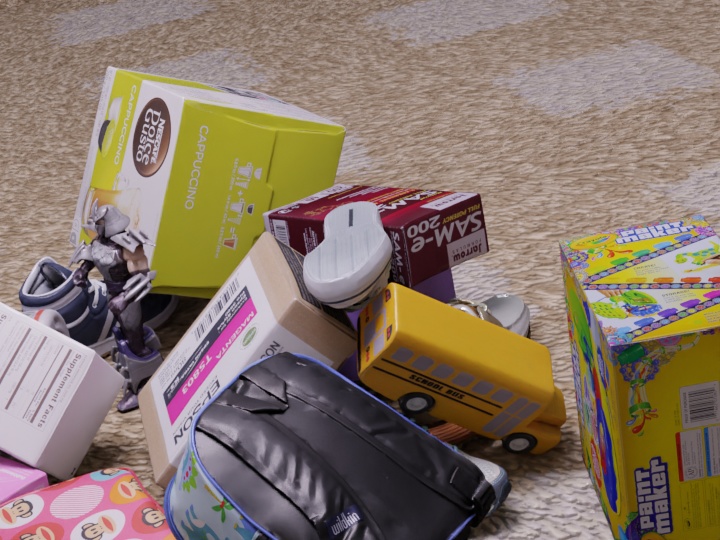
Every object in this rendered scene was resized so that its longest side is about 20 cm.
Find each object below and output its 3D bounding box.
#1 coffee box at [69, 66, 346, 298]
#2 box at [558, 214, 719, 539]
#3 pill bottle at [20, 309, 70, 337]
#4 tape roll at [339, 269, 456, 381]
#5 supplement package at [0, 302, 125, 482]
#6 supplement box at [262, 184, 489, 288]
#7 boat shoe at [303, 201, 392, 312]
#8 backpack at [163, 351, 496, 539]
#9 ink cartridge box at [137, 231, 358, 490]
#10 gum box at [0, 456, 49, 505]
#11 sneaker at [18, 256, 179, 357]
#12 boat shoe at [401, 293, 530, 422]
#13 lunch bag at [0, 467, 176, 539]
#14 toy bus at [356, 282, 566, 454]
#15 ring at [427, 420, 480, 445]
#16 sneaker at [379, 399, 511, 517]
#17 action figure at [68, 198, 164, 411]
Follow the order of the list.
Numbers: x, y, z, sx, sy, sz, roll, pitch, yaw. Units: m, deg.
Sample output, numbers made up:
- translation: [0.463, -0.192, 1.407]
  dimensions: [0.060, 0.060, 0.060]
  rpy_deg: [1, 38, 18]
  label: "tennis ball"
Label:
- translation: [-0.163, -0.089, 1.657]
  dimensions: [0.198, 0.202, 0.197]
  rpy_deg: [7, 12, -35]
  label: "coffee box"
- translation: [0.235, 0.093, 1.186]
  dimensions: [0.120, 0.202, 0.193]
  rpy_deg: [-10, 23, 0]
  label: "box"
- translation: [-0.379, 0.104, 1.493]
  dimensions: [0.197, 0.114, 0.113]
  rpy_deg: [-8, 24, 4]
  label: "pill bottle"
- translation: [-0.006, 0.034, 1.514]
  dimensions: [0.197, 0.086, 0.200]
  rpy_deg: [-10, 15, 3]
  label: "tape roll"
- translation: [-0.326, 0.088, 1.375]
  dimensions: [0.198, 0.114, 0.110]
  rpy_deg: [26, 78, 11]
  label: "supplement package"
- translation: [0.012, -0.036, 1.476]
  dimensions: [0.108, 0.062, 0.199]
  rpy_deg: [-24, 21, -39]
  label: "supplement box"
- translation: [0.000, 0.000, 1.304]
  dimensions: [0.073, 0.068, 0.200]
  rpy_deg: [-13, 17, 12]
  label: "boat shoe"
- translation: [-0.037, 0.174, 1.119]
  dimensions: [0.199, 0.148, 0.183]
  rpy_deg: [37, 40, 14]
  label: "backpack"
- translation: [-0.101, 0.087, 1.343]
  dimensions: [0.201, 0.075, 0.165]
  rpy_deg: [-52, 23, 8]
  label: "ink cartridge box"
- translation: [-0.364, 0.202, 1.324]
  dimensions: [0.198, 0.067, 0.113]
  rpy_deg: [11, 29, 38]
  label: "gum box"
- translation: [-0.271, 0.024, 1.632]
  dimensions: [0.070, 0.110, 0.199]
  rpy_deg: [13, 32, 39]
  label: "sneaker"
- translation: [0.099, 0.062, 1.422]
  dimensions: [0.074, 0.069, 0.200]
  rpy_deg: [5, 27, 29]
  label: "boat shoe"
- translation: [-0.220, 0.235, 1.181]
  dimensions: [0.174, 0.083, 0.200]
  rpy_deg: [-20, 27, -21]
  label: "lunch bag"
- translation: [0.089, 0.083, 1.283]
  dimensions: [0.198, 0.078, 0.066]
  rpy_deg: [23, 43, -25]
  label: "toy bus"
- translation: [0.043, 0.119, 1.423]
  dimensions: [0.198, 0.019, 0.201]
  rpy_deg: [-8, 23, 3]
  label: "ring"
- translation: [0.026, 0.153, 1.268]
  dimensions: [0.198, 0.087, 0.078]
  rpy_deg: [5, 28, 30]
  label: "sneaker"
- translation: [-0.229, 0.025, 1.501]
  dimensions: [0.069, 0.202, 0.130]
  rpy_deg: [-18, 25, -19]
  label: "action figure"
